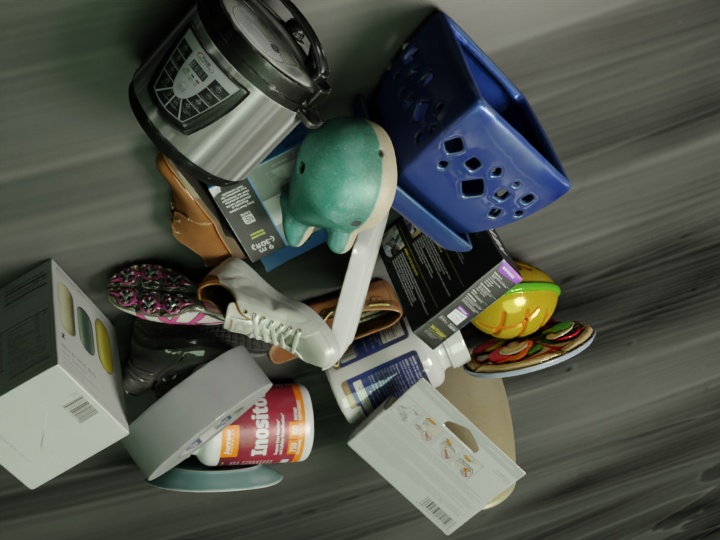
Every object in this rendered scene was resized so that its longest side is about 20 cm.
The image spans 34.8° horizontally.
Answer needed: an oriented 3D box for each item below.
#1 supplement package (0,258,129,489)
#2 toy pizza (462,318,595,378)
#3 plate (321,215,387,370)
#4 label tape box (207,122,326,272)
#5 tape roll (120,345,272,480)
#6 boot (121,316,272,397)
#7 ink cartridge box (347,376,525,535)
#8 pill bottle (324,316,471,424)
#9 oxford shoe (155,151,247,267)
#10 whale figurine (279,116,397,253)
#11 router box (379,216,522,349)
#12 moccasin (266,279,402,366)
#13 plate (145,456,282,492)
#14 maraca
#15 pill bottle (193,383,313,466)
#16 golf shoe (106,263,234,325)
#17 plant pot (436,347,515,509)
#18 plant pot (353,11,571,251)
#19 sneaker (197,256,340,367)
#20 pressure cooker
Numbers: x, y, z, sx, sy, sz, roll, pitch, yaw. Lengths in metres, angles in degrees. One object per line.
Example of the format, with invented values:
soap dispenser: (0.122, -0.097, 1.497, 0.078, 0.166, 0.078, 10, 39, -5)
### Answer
supplement package: (-0.399, 0.127, 1.434, 0.150, 0.201, 0.152, -29, 131, 6)
toy pizza: (0.241, 0.105, 1.660, 0.198, 0.200, 0.032, -18, 99, -4)
plate: (0.000, 0.000, 1.473, 0.032, 0.201, 0.201, 16, 125, 1)
label tape box: (-0.093, -0.081, 1.461, 0.142, 0.066, 0.201, -26, 130, 3)
tape roll: (-0.211, 0.183, 1.482, 0.200, 0.066, 0.200, -39, 174, -5)
boot: (-0.229, 0.119, 1.588, 0.198, 0.070, 0.132, 7, 133, -16)
ink cartridge box: (0.106, 0.250, 1.591, 0.200, 0.044, 0.174, 43, 121, -4)
pill bottle: (0.053, 0.133, 1.652, 0.198, 0.111, 0.112, -24, 132, 2)
oxford shoe: (-0.211, -0.071, 1.427, 0.071, 0.072, 0.201, -22, 133, 5)
whale figurine: (-0.046, -0.096, 1.314, 0.103, 0.161, 0.199, 6, 159, -37)
router box: (0.109, -0.015, 1.491, 0.149, 0.201, 0.051, -39, 129, 14)
moccasin: (-0.037, 0.084, 1.604, 0.199, 0.078, 0.074, -18, 131, -4)
plate: (-0.212, 0.290, 1.665, 0.198, 0.200, 0.026, 1, 90, -19)
maraca: (0.197, 0.041, 1.614, 0.199, 0.108, 0.137, 3, 157, -45)
pill bottle: (-0.174, 0.222, 1.645, 0.198, 0.113, 0.114, -1, 128, -18)
golf shoe: (-0.233, 0.043, 1.508, 0.197, 0.073, 0.092, 5, 154, -11)
plant pot: (0.158, 0.253, 1.727, 0.185, 0.201, 0.189, -10, 131, -12)
plant pot: (0.109, -0.154, 1.389, 0.179, 0.201, 0.199, -37, 131, 21)
sneaker: (-0.119, 0.068, 1.420, 0.085, 0.199, 0.073, -38, 154, -43)
pressure cooker: (-0.137, -0.217, 1.263, 0.200, 0.180, 0.175, -41, 129, 21)
